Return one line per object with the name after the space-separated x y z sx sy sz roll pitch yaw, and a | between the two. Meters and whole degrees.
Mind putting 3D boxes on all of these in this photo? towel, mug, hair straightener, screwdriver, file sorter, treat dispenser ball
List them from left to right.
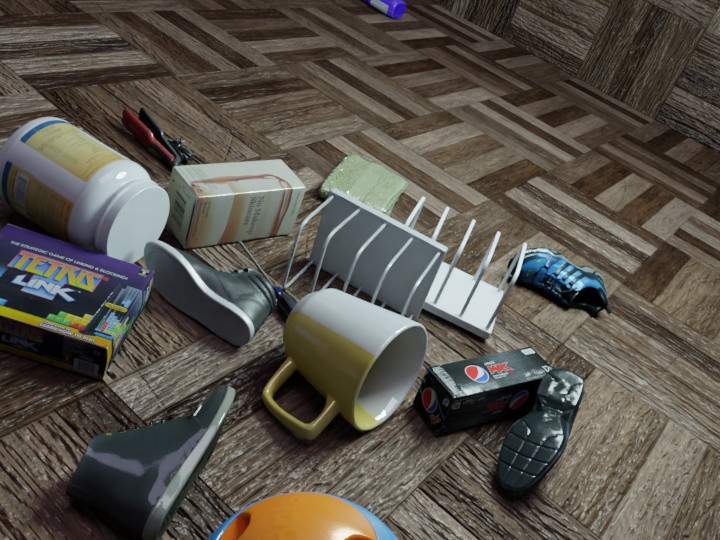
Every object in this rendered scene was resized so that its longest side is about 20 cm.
-0.342 -0.232 1.303 0.200 0.041 0.077 38 36 25 | hair straightener
-0.132 0.018 1.075 0.029 0.028 0.200 31 14 -51 | screwdriver
-0.047 0.281 0.576 0.199 0.202 0.202 15 33 -10 | treat dispenser ball
-0.028 0.102 0.911 0.153 0.151 0.186 30 26 29 | mug
0.000 0.000 1.076 0.199 0.140 0.125 29 36 11 | file sorter
0.008 -0.165 1.414 0.147 0.037 0.200 24 33 6 | towel
0.151 -0.013 1.181 0.199 0.125 0.139 25 32 6 | file sorter

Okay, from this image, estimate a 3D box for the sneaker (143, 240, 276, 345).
-0.202 0.017 0.999 0.199 0.071 0.099 36 33 12 | sneaker

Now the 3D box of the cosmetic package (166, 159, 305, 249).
-0.198 -0.108 1.150 0.199 0.104 0.087 -13 47 -39 | cosmetic package

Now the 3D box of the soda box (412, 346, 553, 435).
0.173 0.162 0.996 0.198 0.071 0.063 -5 38 -34 | soda box

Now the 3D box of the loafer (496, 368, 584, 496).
0.240 0.221 0.951 0.072 0.073 0.200 21 49 32 | loafer

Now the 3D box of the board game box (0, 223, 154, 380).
-0.375 0.033 0.883 0.198 0.057 0.166 18 34 -6 | board game box

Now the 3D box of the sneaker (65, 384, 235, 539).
-0.209 0.173 0.755 0.105 0.075 0.200 26 34 2 | sneaker

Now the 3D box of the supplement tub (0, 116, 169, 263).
-0.381 -0.107 1.002 0.199 0.146 0.145 31 33 14 | supplement tub

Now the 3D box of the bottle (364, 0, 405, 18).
0.068 -0.970 2.596 0.200 0.066 0.083 38 35 24 | bottle

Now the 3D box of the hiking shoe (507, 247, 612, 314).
0.364 0.017 1.317 0.198 0.075 0.087 14 32 -12 | hiking shoe
